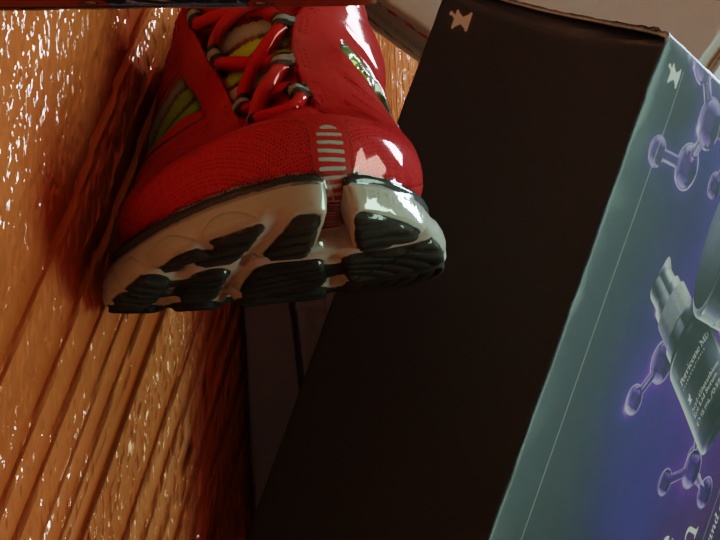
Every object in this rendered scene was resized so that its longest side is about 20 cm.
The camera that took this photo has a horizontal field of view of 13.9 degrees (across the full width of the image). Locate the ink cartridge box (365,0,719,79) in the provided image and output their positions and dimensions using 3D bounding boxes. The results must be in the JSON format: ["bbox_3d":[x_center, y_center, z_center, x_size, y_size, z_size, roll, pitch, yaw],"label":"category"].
[{"bbox_3d":[0.068,-0.098,1.072,0.084,0.145,0.200,-54,173,1],"label":"ink cartridge box"}]

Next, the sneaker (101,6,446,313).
[{"bbox_3d":[-0.025,-0.037,0.685,0.200,0.077,0.085,-131,-145,-84],"label":"sneaker"}]

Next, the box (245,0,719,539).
[{"bbox_3d":[0.051,0.041,0.840,0.141,0.079,0.201,30,78,-54],"label":"box"}]

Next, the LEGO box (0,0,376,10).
[{"bbox_3d":[-0.040,-0.156,0.471,0.149,0.077,0.201,49,41,-80],"label":"LEGO box"}]

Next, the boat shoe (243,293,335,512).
[{"bbox_3d":[0.000,0.000,0.879,0.074,0.065,0.201,-75,164,-65],"label":"boat shoe"}]
